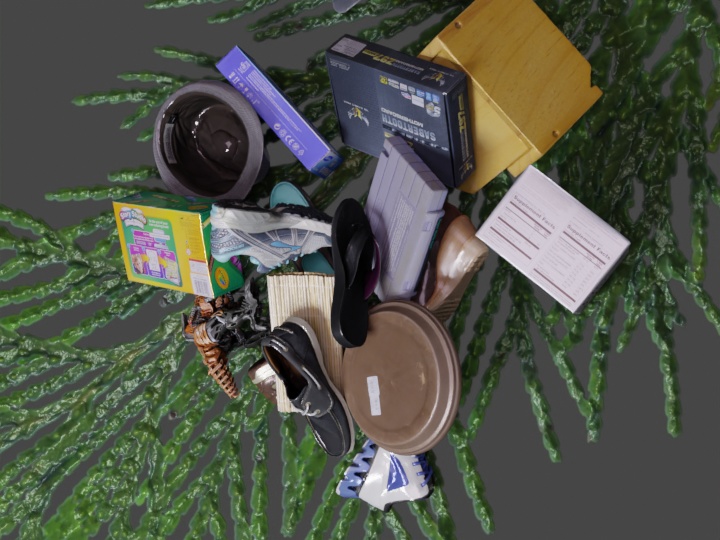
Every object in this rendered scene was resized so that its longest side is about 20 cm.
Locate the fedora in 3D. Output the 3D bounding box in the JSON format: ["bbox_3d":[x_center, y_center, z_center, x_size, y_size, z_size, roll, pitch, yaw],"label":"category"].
[{"bbox_3d":[-0.193,-0.170,1.657,0.200,0.090,0.178,32,106,25],"label":"fedora"}]

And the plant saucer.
[{"bbox_3d":[0.045,0.137,1.527,0.199,0.029,0.201,2,92,44],"label":"plant saucer"}]

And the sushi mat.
[{"bbox_3d":[-0.071,0.098,1.595,0.095,0.012,0.201,0,108,9],"label":"sushi mat"}]

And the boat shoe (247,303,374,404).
[{"bbox_3d":[-0.053,0.118,1.644,0.202,0.075,0.075,-29,96,15],"label":"boat shoe"}]

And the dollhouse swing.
[{"bbox_3d":[0.171,-0.232,1.580,0.200,0.176,0.182,47,72,-2],"label":"dollhouse swing"}]

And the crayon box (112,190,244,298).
[{"bbox_3d":[-0.250,-0.038,1.627,0.199,0.058,0.119,10,115,43],"label":"crayon box"}]

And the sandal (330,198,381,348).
[{"bbox_3d":[0.001,0.001,1.537,0.048,0.075,0.202,-15,65,36],"label":"sandal"}]

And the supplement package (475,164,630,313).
[{"bbox_3d":[0.248,-0.035,1.512,0.156,0.200,0.111,39,96,11],"label":"supplement package"}]

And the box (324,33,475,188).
[{"bbox_3d":[0.052,-0.208,1.559,0.199,0.158,0.051,26,56,31],"label":"box"}]

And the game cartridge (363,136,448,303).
[{"bbox_3d":[0.049,-0.057,1.561,0.130,0.038,0.201,49,136,37],"label":"game cartridge"}]

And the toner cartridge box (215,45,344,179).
[{"bbox_3d":[-0.110,-0.217,1.650,0.043,0.095,0.200,-43,81,7],"label":"toner cartridge box"}]

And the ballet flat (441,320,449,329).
[{"bbox_3d":[0.039,0.115,1.590,0.075,0.068,0.200,49,125,10],"label":"ballet flat"}]

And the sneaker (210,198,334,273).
[{"bbox_3d":[-0.108,-0.042,1.569,0.199,0.078,0.087,6,107,-26],"label":"sneaker"}]

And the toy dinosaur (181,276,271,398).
[{"bbox_3d":[-0.183,0.082,1.648,0.135,0.102,0.201,-21,76,12],"label":"toy dinosaur"}]

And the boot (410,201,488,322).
[{"bbox_3d":[0.070,-0.013,1.629,0.166,0.072,0.200,46,111,27],"label":"boot"}]

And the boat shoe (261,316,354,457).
[{"bbox_3d":[-0.071,0.164,1.566,0.072,0.068,0.201,-12,108,39],"label":"boat shoe"}]

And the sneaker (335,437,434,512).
[{"bbox_3d":[0.064,0.245,1.609,0.115,0.081,0.200,32,100,7],"label":"sneaker"}]

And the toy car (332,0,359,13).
[{"bbox_3d":[0.035,-0.430,1.610,0.199,0.158,0.165,-13,95,22],"label":"toy car"}]

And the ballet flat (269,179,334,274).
[{"bbox_3d":[-0.069,-0.028,1.646,0.068,0.068,0.201,-25,82,8],"label":"ballet flat"}]
